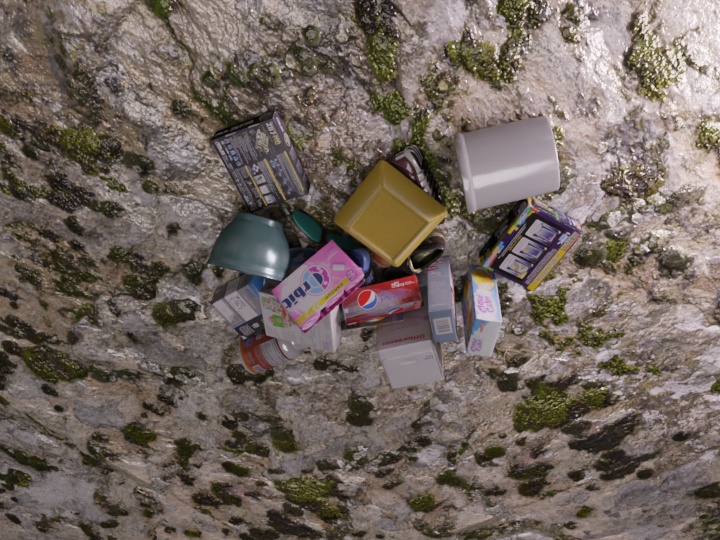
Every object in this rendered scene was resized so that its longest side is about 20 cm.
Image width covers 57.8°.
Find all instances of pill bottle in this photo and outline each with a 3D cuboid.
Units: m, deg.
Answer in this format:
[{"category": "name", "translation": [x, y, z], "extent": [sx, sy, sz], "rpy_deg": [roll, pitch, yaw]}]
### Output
[{"category": "pill bottle", "translation": [-0.228, 0.199, 1.783], "extent": [0.197, 0.113, 0.113], "rpy_deg": [-23, 122, 19]}]

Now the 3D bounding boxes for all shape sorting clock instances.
[{"category": "shape sorting clock", "translation": [-0.152, 0.032, 1.681], "extent": [0.195, 0.039, 0.204], "rpy_deg": [-3, 121, -5]}]

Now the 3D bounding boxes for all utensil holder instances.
[{"category": "utensil holder", "translation": [0.309, -0.226, 1.392], "extent": [0.195, 0.172, 0.172], "rpy_deg": [-10, 126, 10]}]

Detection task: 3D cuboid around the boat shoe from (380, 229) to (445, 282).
[{"category": "boat shoe", "translation": [0.128, -0.023, 1.619], "extent": [0.199, 0.067, 0.072], "rpy_deg": [-35, 118, 26]}]

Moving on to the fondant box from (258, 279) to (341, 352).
[{"category": "fondant box", "translation": [-0.148, 0.114, 1.631], "extent": [0.196, 0.059, 0.147], "rpy_deg": [11, 129, 18]}]

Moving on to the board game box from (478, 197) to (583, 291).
[{"category": "board game box", "translation": [0.408, -0.065, 1.575], "extent": [0.163, 0.057, 0.201], "rpy_deg": [23, 125, -16]}]

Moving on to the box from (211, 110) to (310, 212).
[{"category": "box", "translation": [-0.224, -0.244, 1.490], "extent": [0.158, 0.050, 0.202], "rpy_deg": [-15, 124, 17]}]

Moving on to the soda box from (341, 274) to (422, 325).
[{"category": "soda box", "translation": [0.051, 0.074, 1.617], "extent": [0.195, 0.071, 0.064], "rpy_deg": [-13, 158, -2]}]

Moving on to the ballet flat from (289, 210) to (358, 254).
[{"category": "ballet flat", "translation": [-0.100, -0.072, 1.603], "extent": [0.197, 0.069, 0.075], "rpy_deg": [26, 134, -19]}]

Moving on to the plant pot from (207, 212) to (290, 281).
[{"category": "plant pot", "translation": [-0.252, -0.059, 1.553], "extent": [0.196, 0.200, 0.137], "rpy_deg": [14, 86, -6]}]

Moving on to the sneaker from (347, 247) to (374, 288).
[{"category": "sneaker", "translation": [0.000, 0.000, 1.617], "extent": [0.077, 0.071, 0.201], "rpy_deg": [-23, 160, -28]}]

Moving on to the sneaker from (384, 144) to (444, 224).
[{"category": "sneaker", "translation": [0.115, -0.184, 1.506], "extent": [0.113, 0.076, 0.202], "rpy_deg": [-17, 116, 25]}]

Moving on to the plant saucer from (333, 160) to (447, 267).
[{"category": "plant saucer", "translation": [0.064, -0.112, 1.478], "extent": [0.198, 0.049, 0.200], "rpy_deg": [35, 122, -13]}]

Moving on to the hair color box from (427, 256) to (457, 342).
[{"category": "hair color box", "translation": [0.199, 0.067, 1.597], "extent": [0.059, 0.202, 0.100], "rpy_deg": [-8, 127, 11]}]

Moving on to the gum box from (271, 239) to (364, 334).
[{"category": "gum box", "translation": [-0.094, 0.034, 1.521], "extent": [0.199, 0.114, 0.066], "rpy_deg": [-40, 163, -7]}]

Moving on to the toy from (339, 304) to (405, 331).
[{"category": "toy", "translation": [0.016, 0.093, 1.681], "extent": [0.196, 0.116, 0.048], "rpy_deg": [-13, 128, 14]}]

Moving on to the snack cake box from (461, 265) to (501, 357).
[{"category": "snack cake box", "translation": [0.296, 0.098, 1.613], "extent": [0.066, 0.202, 0.117], "rpy_deg": [8, 128, -2]}]

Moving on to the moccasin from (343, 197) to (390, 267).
[{"category": "moccasin", "translation": [0.026, -0.085, 1.570], "extent": [0.072, 0.078, 0.204], "rpy_deg": [-22, 122, 6]}]

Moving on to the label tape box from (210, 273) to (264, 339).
[{"category": "label tape box", "translation": [-0.274, 0.079, 1.726], "extent": [0.197, 0.064, 0.145], "rpy_deg": [-27, 121, 22]}]

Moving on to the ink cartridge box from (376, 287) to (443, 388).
[{"category": "ink cartridge box", "translation": [0.128, 0.174, 1.682], "extent": [0.142, 0.202, 0.147], "rpy_deg": [-13, 126, 14]}]
